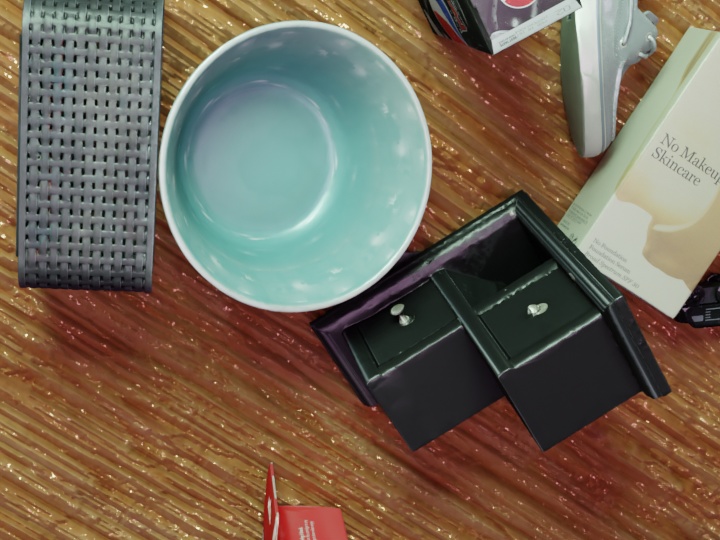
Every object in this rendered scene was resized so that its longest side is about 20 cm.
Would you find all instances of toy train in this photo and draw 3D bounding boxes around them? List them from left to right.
[{"bbox_3d":[0.350,0.022,1.104,0.199,0.034,0.046,-5,108,-6],"label":"toy train"}]

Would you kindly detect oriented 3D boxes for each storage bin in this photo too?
[{"bbox_3d":[-0.188,-0.094,0.949,0.093,0.135,0.201,2,104,-8],"label":"storage bin"}]

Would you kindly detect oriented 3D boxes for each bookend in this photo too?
[{"bbox_3d":[0.086,0.061,0.987,0.200,0.199,0.092,-32,118,2],"label":"bookend"}]

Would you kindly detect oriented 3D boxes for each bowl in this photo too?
[{"bbox_3d":[-0.058,-0.077,0.976,0.200,0.105,0.201,-3,100,-20],"label":"bowl"}]

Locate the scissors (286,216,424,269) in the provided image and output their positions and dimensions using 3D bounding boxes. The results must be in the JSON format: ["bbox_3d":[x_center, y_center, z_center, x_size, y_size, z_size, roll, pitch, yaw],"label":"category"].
[{"bbox_3d":[0.000,0.000,1.065,0.199,0.014,0.073,10,100,-11],"label":"scissors"}]

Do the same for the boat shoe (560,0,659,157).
[{"bbox_3d":[0.190,-0.186,1.012,0.071,0.070,0.201,-3,102,-3],"label":"boat shoe"}]

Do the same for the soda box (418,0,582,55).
[{"bbox_3d":[0.084,-0.198,0.927,0.071,0.200,0.063,-28,105,0],"label":"soda box"}]

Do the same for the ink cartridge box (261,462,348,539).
[{"bbox_3d":[-0.046,0.265,1.069,0.067,0.116,0.201,3,104,-7],"label":"ink cartridge box"}]

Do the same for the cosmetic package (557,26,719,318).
[{"bbox_3d":[0.249,-0.076,1.046,0.105,0.071,0.200,30,99,-13],"label":"cosmetic package"}]
